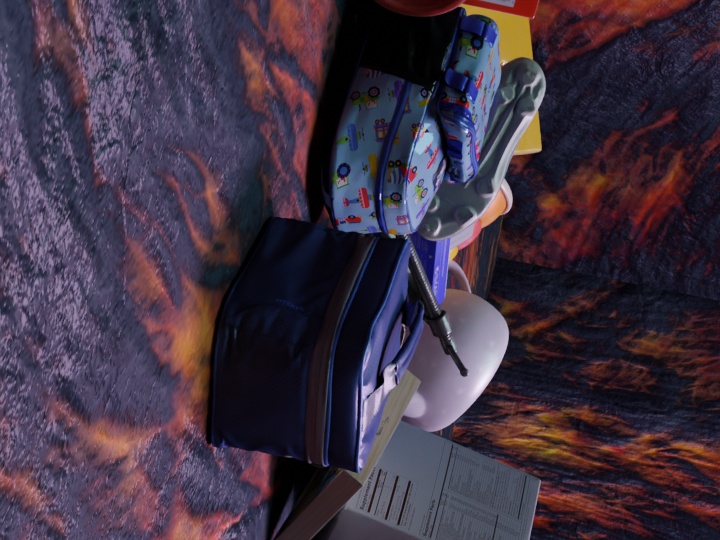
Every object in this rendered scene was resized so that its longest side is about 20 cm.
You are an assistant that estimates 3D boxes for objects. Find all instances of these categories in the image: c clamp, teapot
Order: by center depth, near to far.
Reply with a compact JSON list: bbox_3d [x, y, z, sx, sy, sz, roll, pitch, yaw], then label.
[{"bbox_3d":[0.052,-0.006,1.589,0.201,0.027,0.171,65,-6,-16],"label":"c clamp"},{"bbox_3d":[0.082,0.091,2.001,0.198,0.146,0.200,-51,-168,5],"label":"teapot"}]

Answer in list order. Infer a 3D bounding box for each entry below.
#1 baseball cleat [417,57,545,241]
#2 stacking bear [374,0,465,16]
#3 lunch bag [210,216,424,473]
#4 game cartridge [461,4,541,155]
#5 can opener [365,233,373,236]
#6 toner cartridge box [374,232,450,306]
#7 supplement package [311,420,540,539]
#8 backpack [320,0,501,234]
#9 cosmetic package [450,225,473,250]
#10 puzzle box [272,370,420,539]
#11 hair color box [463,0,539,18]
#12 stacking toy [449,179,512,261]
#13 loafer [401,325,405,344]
[{"bbox_3d":[0.116,-0.116,1.559,0.200,0.070,0.106,-54,-172,2],"label":"baseball cleat"},{"bbox_3d":[0.056,-0.329,1.372,0.114,0.121,0.201,85,10,-55],"label":"stacking bear"},{"bbox_3d":[-0.024,0.053,1.209,0.200,0.131,0.137,-66,165,-55],"label":"lunch bag"},{"bbox_3d":[0.105,-0.201,1.622,0.199,0.032,0.178,-9,94,-44],"label":"game cartridge"},{"bbox_3d":[0.000,0.000,1.570,0.200,0.078,0.064,-86,177,-79],"label":"can opener"},{"bbox_3d":[0.046,-0.041,1.687,0.043,0.095,0.201,-53,157,-38],"label":"toner cartridge box"},{"bbox_3d":[0.060,0.293,1.728,0.147,0.199,0.192,-71,-174,-47],"label":"supplement package"},{"bbox_3d":[0.040,-0.124,1.424,0.183,0.134,0.201,80,25,-66],"label":"backpack"},{"bbox_3d":[0.077,-0.127,1.734,0.074,0.101,0.201,-31,137,-42],"label":"cosmetic package"},{"bbox_3d":[-0.013,0.189,1.567,0.133,0.025,0.200,-49,-177,31],"label":"puzzle box"},{"bbox_3d":[0.120,-0.323,1.616,0.200,0.101,0.062,-103,-155,-63],"label":"hair color box"},{"bbox_3d":[0.085,-0.052,1.992,0.200,0.146,0.146,-56,165,-17],"label":"stacking toy"},{"bbox_3d":[0.025,0.143,1.850,0.075,0.069,0.201,61,39,-56],"label":"loafer"}]
